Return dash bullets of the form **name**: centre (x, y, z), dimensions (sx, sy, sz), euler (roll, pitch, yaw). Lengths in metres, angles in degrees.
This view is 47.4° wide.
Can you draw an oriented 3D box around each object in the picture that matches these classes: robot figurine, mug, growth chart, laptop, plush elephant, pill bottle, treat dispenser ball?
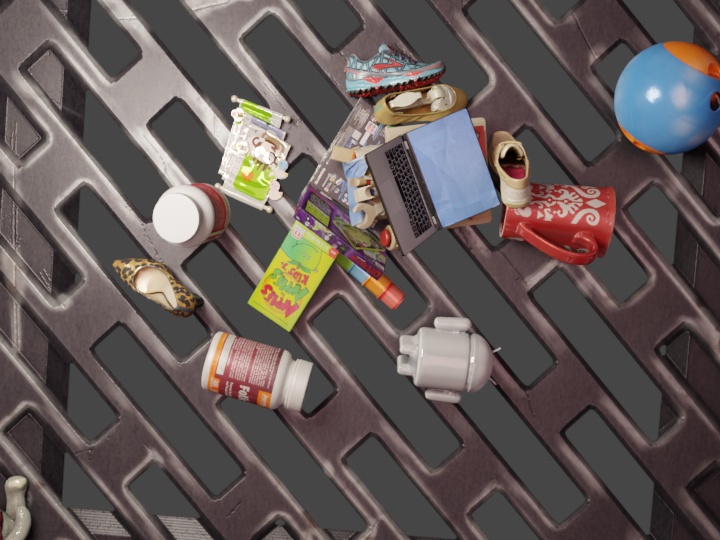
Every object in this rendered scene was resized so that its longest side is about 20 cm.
- **robot figurine**: centre (0.169, 0.171, 1.573), dimensions (0.195, 0.113, 0.173), euler (7, 108, 0)
- **mug**: centre (0.367, -0.099, 1.535), dimensions (0.196, 0.178, 0.136), euler (9, 105, 5)
- **growth chart**: centre (-0.206, -0.226, 1.609), dimensions (0.142, 0.018, 0.204), euler (14, 94, 1)
- **laptop**: centre (0.131, -0.158, 1.452), dimensions (0.114, 0.199, 0.190), euler (-13, 104, 39)
- **plush elephant**: centre (-0.721, 0.525, 1.574), dimensions (0.161, 0.155, 0.204), euler (-14, 92, 1)
- **pill bottle**: centre (-0.314, -0.103, 1.519), dimensions (0.110, 0.200, 0.115), euler (0, 97, 3)
- **pill bottle**: centre (-0.196, 0.199, 1.577), dimensions (0.196, 0.114, 0.117), euler (16, 92, 0)
- **treat dispenser ball**: centre (0.569, -0.315, 1.506), dimensions (0.196, 0.201, 0.206), euler (0, 92, 1)

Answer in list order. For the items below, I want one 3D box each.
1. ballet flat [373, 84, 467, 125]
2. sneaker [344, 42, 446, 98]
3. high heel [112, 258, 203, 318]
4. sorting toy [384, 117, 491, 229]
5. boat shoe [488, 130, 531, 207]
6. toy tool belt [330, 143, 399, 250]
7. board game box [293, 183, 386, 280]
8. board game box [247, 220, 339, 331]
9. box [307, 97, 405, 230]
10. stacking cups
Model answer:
- **ballet flat**: centre (0.122, -0.317, 1.553), dimensions (0.196, 0.063, 0.070), euler (-16, 78, -16)
- **sneaker**: centre (0.065, -0.393, 1.569), dimensions (0.195, 0.079, 0.098), euler (-8, 90, 1)
- **high heel**: centre (-0.396, 0.026, 1.557), dimensions (0.197, 0.143, 0.072), euler (26, 92, -1)
- **sorting toy**: centre (0.156, -0.177, 1.550), dimensions (0.196, 0.070, 0.203), euler (-8, 101, -10)
- **boat shoe**: centre (0.282, -0.205, 1.524), dimensions (0.072, 0.202, 0.070), euler (-6, 135, -2)
- **toy tool belt**: centre (0.011, -0.132, 1.504), dimensions (0.121, 0.124, 0.205), euler (-6, 84, -25)
- **board game box**: centre (-0.035, -0.073, 1.543), dimensions (0.199, 0.121, 0.032), euler (37, 118, -13)
- **board game box**: centre (-0.123, 0.006, 1.570), dimensions (0.101, 0.048, 0.202), euler (33, 112, -1)
- **box**: centre (0.013, -0.207, 1.593), dimensions (0.157, 0.046, 0.202), euler (32, 92, -1)
- **stacking cups**: centre (0.000, 0.000, 1.596), dimensions (0.200, 0.061, 0.061), euler (45, 92, -3)
